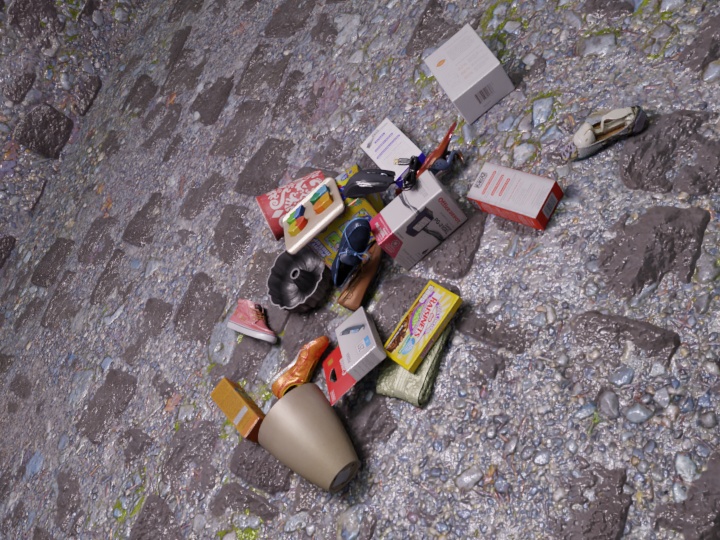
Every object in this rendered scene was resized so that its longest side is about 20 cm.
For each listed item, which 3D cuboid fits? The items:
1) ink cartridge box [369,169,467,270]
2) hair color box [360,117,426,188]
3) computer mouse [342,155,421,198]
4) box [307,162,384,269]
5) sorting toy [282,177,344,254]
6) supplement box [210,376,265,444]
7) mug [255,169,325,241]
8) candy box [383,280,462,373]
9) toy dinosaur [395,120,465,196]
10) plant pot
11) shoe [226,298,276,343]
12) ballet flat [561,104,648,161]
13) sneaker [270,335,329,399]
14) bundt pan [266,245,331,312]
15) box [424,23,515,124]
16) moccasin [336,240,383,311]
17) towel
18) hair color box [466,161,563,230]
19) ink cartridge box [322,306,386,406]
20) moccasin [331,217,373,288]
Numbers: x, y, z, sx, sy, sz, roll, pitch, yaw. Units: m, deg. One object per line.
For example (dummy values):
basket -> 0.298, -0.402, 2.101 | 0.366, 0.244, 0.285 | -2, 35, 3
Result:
ink cartridge box -> 0.138, -0.119, 1.699 | 0.199, 0.144, 0.085 | -41, 48, 11
hair color box -> 0.094, -0.312, 1.901 | 0.109, 0.065, 0.201 | -44, 49, 9
computer mouse -> 0.051, -0.238, 1.701 | 0.196, 0.047, 0.141 | -4, 38, 28
box -> -0.041, -0.140, 1.827 | 0.191, 0.122, 0.201 | -37, 28, 15
sorting toy -> -0.127, -0.147, 1.782 | 0.184, 0.036, 0.201 | -41, 28, 9
supplement box -> -0.309, 0.359, 1.823 | 0.199, 0.066, 0.069 | 33, 87, 43
mug -> -0.182, -0.198, 1.984 | 0.197, 0.135, 0.178 | -28, 30, -2
candy box -> 0.138, 0.125, 1.596 | 0.102, 0.026, 0.202 | 29, 81, 44
toy dinosaur -> 0.162, -0.257, 1.767 | 0.178, 0.204, 0.105 | -22, 28, -15
plant pot -> -0.099, 0.393, 1.585 | 0.199, 0.187, 0.188 | 41, 92, 30
shoe -> -0.288, 0.136, 1.930 | 0.198, 0.071, 0.093 | 12, 78, 46
ballet flat -> 0.531, -0.312, 1.562 | 0.197, 0.072, 0.073 | -24, 53, 25
sneaker -> -0.140, 0.247, 1.770 | 0.077, 0.073, 0.201 | 44, 99, 22
bundt pan -> -0.154, 0.025, 1.888 | 0.199, 0.076, 0.206 | -19, 55, 28
box -> 0.282, -0.513, 1.841 | 0.151, 0.106, 0.202 | -36, 49, 15
moccasin -> 0.000, 0.000, 1.779 | 0.205, 0.077, 0.074 | -64, 9, -4
towel -> 0.118, 0.199, 1.608 | 0.146, 0.036, 0.204 | 9, 71, 41
hair color box -> 0.353, -0.174, 1.624 | 0.198, 0.061, 0.103 | 26, 82, 42
ink cartridge box -> -0.031, 0.198, 1.667 | 0.176, 0.045, 0.201 | -43, 23, 9
moccasin -> -0.016, -0.036, 1.684 | 0.202, 0.079, 0.069 | 110, 162, -44
